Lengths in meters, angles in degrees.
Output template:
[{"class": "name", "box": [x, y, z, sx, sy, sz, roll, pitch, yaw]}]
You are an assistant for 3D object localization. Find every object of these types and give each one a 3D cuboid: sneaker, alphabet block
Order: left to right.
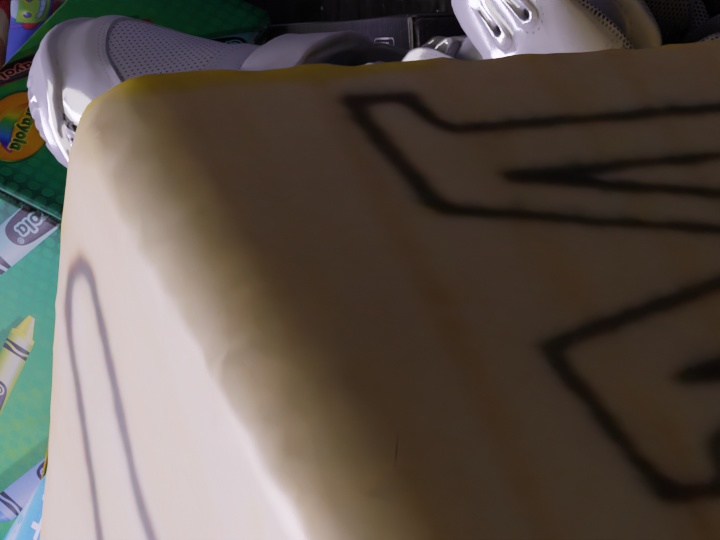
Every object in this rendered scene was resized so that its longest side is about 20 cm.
[{"class": "sneaker", "box": [0.013, -0.047, 0.603, 0.200, 0.075, 0.115, 27, 118, 18]}, {"class": "alphabet block", "box": [0.058, 0.087, 0.437, 0.200, 0.196, 0.196, -124, 38, -51]}]

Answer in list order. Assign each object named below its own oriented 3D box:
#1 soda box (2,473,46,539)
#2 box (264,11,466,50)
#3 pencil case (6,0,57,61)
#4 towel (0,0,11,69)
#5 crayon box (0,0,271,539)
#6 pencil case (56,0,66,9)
[{"class": "soda box", "box": [-0.083, 0.121, 0.741, 0.200, 0.068, 0.064, -55, 40, 25]}, {"class": "box", "box": [0.000, 0.000, 0.755, 0.200, 0.048, 0.159, -168, 75, -67]}, {"class": "pencil case", "box": [-0.170, -0.101, 1.114, 0.200, 0.078, 0.087, 111, 144, -46]}, {"class": "towel", "box": [-0.137, -0.070, 0.839, 0.200, 0.023, 0.144, -94, 16, -44]}, {"class": "crayon box", "box": [-0.095, 0.012, 0.767, 0.119, 0.058, 0.200, -56, -12, -44]}, {"class": "pencil case", "box": [-0.074, -0.159, 0.866, 0.200, 0.078, 0.090, 142, 117, -64]}]
